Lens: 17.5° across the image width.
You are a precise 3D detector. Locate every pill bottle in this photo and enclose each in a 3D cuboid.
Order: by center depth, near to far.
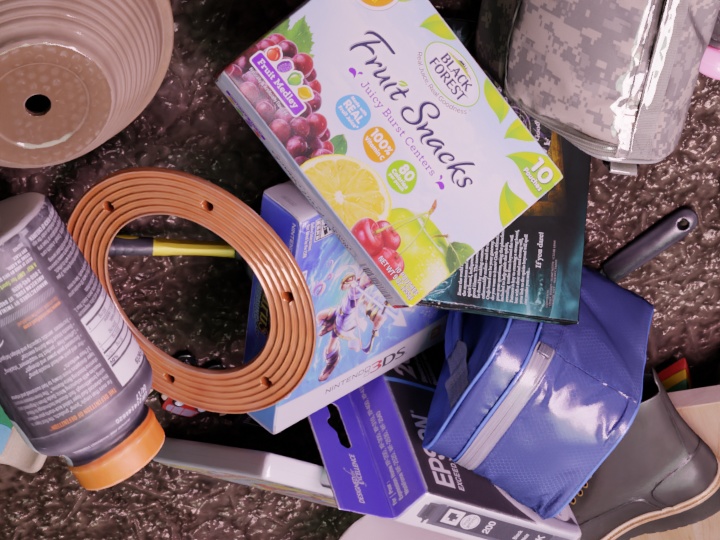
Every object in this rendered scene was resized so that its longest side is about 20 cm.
[{"bbox_3d":[-0.214,0.055,1.627,0.106,0.106,0.201,-27,109,8],"label":"pill bottle"}]

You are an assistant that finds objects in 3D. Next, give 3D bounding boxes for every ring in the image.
[{"bbox_3d":[-0.118,0.013,1.625,0.199,0.019,0.202,15,130,19],"label":"ring"}]

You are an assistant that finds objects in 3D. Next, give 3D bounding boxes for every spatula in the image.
[{"bbox_3d":[0.180,0.014,1.819,0.200,0.021,0.057,-38,101,11],"label":"spatula"}]

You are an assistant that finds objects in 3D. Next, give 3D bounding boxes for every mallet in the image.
[{"bbox_3d":[-0.141,-0.013,1.673,0.198,0.066,0.041,-1,115,-14],"label":"mallet"}]

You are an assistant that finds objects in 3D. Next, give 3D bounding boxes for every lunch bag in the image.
[{"bbox_3d":[0.171,-0.184,1.526,0.138,0.168,0.201,3,116,-22],"label":"lunch bag"},{"bbox_3d":[0.126,0.066,1.727,0.132,0.200,0.136,31,121,-8],"label":"lunch bag"}]

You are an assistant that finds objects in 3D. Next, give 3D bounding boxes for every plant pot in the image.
[{"bbox_3d":[-0.215,-0.134,1.528,0.199,0.093,0.202,-9,133,-10],"label":"plant pot"}]

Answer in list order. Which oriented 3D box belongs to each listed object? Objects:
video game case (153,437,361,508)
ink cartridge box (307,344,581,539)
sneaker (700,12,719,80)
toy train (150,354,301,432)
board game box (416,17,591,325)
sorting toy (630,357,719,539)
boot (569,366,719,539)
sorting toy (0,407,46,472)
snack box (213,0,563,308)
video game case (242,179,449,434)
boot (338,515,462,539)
[{"bbox_3d":[-0.041,0.163,1.793,0.181,0.200,0.023,17,82,-28],"label":"video game case"},{"bbox_3d":[0.051,0.123,1.759,0.199,0.199,0.044,17,121,-29],"label":"ink cartridge box"},{"bbox_3d":[0.325,-0.189,1.661,0.198,0.079,0.096,-3,120,-15],"label":"sneaker"},{"bbox_3d":[-0.131,0.090,1.790,0.199,0.034,0.046,17,134,-28],"label":"toy train"},{"bbox_3d":[0.096,-0.069,1.628,0.134,0.202,0.028,8,172,-20],"label":"board game box"},{"bbox_3d":[0.294,0.148,1.918,0.197,0.070,0.201,-10,135,13],"label":"sorting toy"},{"bbox_3d":[0.175,0.154,1.841,0.199,0.078,0.139,-25,124,14],"label":"boot"},{"bbox_3d":[-0.302,0.068,1.705,0.199,0.037,0.186,15,125,-21],"label":"sorting toy"},{"bbox_3d":[0.019,-0.096,1.559,0.142,0.053,0.200,-40,97,-12],"label":"snack box"},{"bbox_3d":[0.000,0.000,1.684,0.181,0.045,0.201,-28,142,-36],"label":"video game case"},{"bbox_3d":[0.060,0.233,1.914,0.199,0.073,0.091,-20,140,-28],"label":"boot"}]
